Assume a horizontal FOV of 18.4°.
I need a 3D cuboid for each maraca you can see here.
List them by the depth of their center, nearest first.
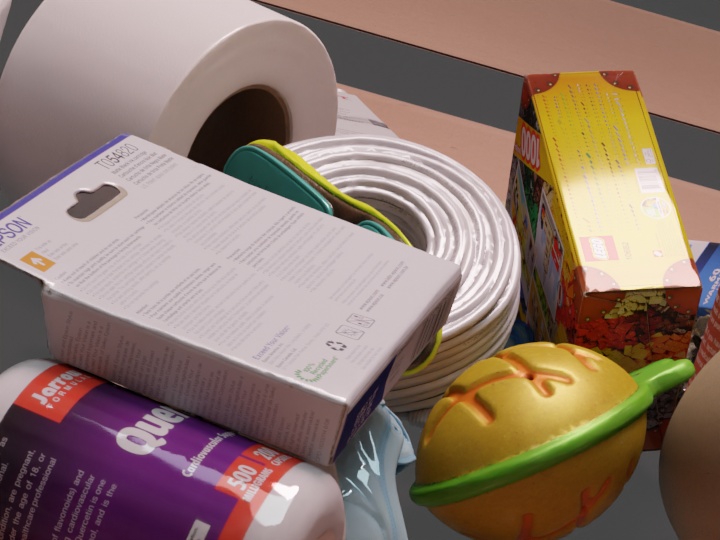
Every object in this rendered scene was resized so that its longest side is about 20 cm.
[{"bbox_3d":[0.108,0.090,1.258,0.136,0.108,0.199,-17,6,41],"label":"maraca"}]

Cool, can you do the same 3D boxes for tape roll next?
[{"bbox_3d":[-0.130,-0.097,1.497,0.139,0.204,0.202,27,20,31],"label":"tape roll"}]

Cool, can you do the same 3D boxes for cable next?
[{"bbox_3d":[0.000,0.000,1.364,0.198,0.070,0.201,5,46,-1],"label":"cable"}]

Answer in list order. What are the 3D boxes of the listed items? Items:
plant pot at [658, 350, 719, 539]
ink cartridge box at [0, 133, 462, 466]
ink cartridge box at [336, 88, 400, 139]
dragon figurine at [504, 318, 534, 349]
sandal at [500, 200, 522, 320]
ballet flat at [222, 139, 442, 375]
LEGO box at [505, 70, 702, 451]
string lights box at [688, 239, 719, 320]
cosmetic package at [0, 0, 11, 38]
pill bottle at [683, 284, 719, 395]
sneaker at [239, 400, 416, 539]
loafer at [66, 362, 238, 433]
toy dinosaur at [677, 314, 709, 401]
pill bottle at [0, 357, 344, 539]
[{"bbox_3d":[0.246,0.113,1.254,0.199,0.202,0.134,4,-6,-36],"label":"plant pot"},{"bbox_3d":[-0.069,0.008,1.085,0.199,0.041,0.200,23,24,11],"label":"ink cartridge box"},{"bbox_3d":[-0.046,-0.081,1.724,0.144,0.084,0.200,9,19,-23],"label":"ink cartridge box"},{"bbox_3d":[0.075,0.058,1.437,0.099,0.059,0.200,17,21,-4],"label":"dragon figurine"},{"bbox_3d":[0.121,0.050,1.518,0.077,0.070,0.212,-15,49,-17],"label":"sandal"},{"bbox_3d":[-0.004,-0.009,1.285,0.200,0.067,0.067,44,15,35],"label":"ballet flat"},{"bbox_3d":[0.150,-0.007,1.422,0.076,0.150,0.201,-3,45,-7],"label":"LEGO box"},{"bbox_3d":[0.302,0.034,1.562,0.103,0.059,0.200,39,-13,-22],"label":"string lights box"},{"bbox_3d":[-0.324,-0.096,1.372,0.165,0.169,0.200,15,18,-5],"label":"cosmetic package"},{"bbox_3d":[0.265,0.057,1.377,0.111,0.202,0.112,14,17,-4],"label":"pill bottle"},{"bbox_3d":[-0.015,0.082,1.177,0.081,0.074,0.201,15,54,-31],"label":"sneaker"},{"bbox_3d":[-0.139,0.054,1.252,0.063,0.072,0.200,-37,36,-12],"label":"loafer"},{"bbox_3d":[0.228,0.068,1.554,0.199,0.077,0.102,20,-18,48],"label":"toy dinosaur"},{"bbox_3d":[-0.114,0.111,1.009,0.199,0.113,0.112,21,18,14],"label":"pill bottle"}]
